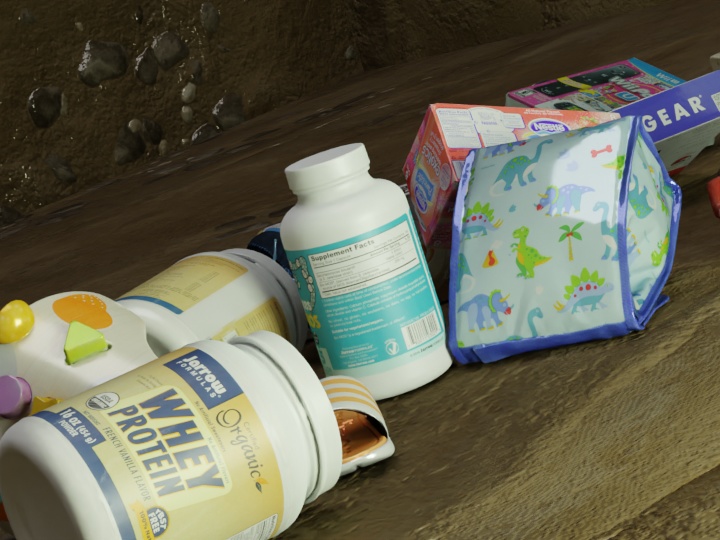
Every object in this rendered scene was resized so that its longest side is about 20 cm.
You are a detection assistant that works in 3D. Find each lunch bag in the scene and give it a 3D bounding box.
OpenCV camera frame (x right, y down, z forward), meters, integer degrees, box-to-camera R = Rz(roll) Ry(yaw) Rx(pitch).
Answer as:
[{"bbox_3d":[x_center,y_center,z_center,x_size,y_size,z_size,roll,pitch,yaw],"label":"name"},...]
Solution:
[{"bbox_3d":[0.168,-0.013,1.634,0.169,0.128,0.201,-13,41,29],"label":"lunch bag"}]

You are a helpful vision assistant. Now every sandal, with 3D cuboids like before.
[{"bbox_3d":[-0.027,0.110,1.491,0.079,0.060,0.207,-19,11,-4],"label":"sandal"}]

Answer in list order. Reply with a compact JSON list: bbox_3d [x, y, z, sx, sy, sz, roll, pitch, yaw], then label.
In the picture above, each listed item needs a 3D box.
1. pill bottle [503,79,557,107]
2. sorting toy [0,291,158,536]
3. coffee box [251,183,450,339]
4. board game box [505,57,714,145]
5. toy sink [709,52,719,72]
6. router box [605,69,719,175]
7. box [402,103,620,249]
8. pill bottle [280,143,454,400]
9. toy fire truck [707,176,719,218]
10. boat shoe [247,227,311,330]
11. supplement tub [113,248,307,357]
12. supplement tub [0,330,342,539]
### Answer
[{"bbox_3d":[0.210,-0.160,2.349,0.106,0.107,0.200,-13,11,24],"label":"pill bottle"},{"bbox_3d":[-0.211,0.121,1.477,0.179,0.201,0.107,23,-6,36],"label":"sorting toy"},{"bbox_3d":[0.008,-0.013,1.917,0.199,0.115,0.080,-15,11,11],"label":"coffee box"},{"bbox_3d":[0.284,-0.173,2.215,0.199,0.065,0.147,-17,33,-34],"label":"board game box"},{"bbox_3d":[0.505,-0.219,2.137,0.199,0.113,0.130,-19,11,-6],"label":"toy sink"},{"bbox_3d":[0.271,-0.121,2.024,0.199,0.049,0.180,-22,-13,-19],"label":"router box"},{"bbox_3d":[0.152,-0.085,1.816,0.199,0.103,0.095,1,-40,-21],"label":"box"},{"bbox_3d":[0.000,0.000,1.622,0.110,0.201,0.111,-17,10,3],"label":"pill bottle"},{"bbox_3d":[0.398,-0.077,1.666,0.199,0.113,0.168,-16,-13,10],"label":"toy fire truck"},{"bbox_3d":[-0.053,0.022,1.800,0.069,0.084,0.200,-38,39,-16],"label":"boat shoe"},{"bbox_3d":[-0.143,0.069,1.668,0.144,0.145,0.200,-12,12,30],"label":"supplement tub"},{"bbox_3d":[-0.126,0.133,1.308,0.199,0.145,0.144,-25,12,-30],"label":"supplement tub"}]
